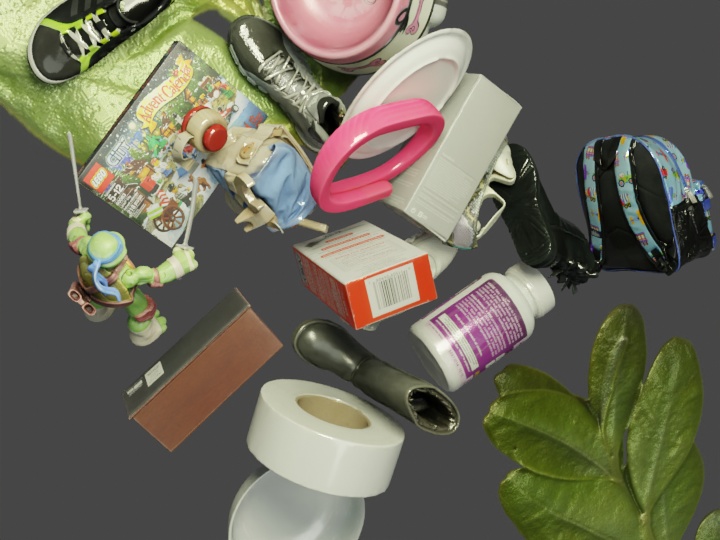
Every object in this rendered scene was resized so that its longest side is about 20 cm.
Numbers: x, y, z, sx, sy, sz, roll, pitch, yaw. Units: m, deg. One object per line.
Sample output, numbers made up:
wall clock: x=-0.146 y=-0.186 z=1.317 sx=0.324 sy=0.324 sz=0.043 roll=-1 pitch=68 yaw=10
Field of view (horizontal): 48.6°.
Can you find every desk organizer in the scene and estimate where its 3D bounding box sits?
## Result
desk organizer: x=-0.201 y=0.126 z=1.018 sx=0.200 sy=0.072 sz=0.077 roll=-43 pitch=118 yaw=-7

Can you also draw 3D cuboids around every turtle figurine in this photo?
turtle figurine: x=-0.257 y=-0.017 z=0.903 sx=0.142 sy=0.202 sz=0.195 roll=-1 pitch=147 yaw=-15

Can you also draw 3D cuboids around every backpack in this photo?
backpack: x=0.408 y=-0.106 z=1.159 sx=0.133 sy=0.182 sz=0.203 roll=-21 pitch=100 yaw=-25

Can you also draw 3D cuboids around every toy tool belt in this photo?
toy tool belt: x=-0.111 y=-0.108 z=0.922 sx=0.125 sy=0.122 sz=0.200 roll=-53 pitch=151 yaw=-2

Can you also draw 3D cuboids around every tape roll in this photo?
tape roll: x=-0.044 y=0.214 z=1.035 sx=0.200 sy=0.202 sz=0.072 roll=15 pitch=98 yaw=-25

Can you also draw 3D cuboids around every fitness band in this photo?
fitness band: x=0.019 y=-0.137 z=0.938 sx=0.199 sy=0.038 sz=0.144 roll=-24 pitch=155 yaw=-43

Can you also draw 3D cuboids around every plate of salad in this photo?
plate of salad: x=0.049 y=-0.211 z=0.943 sx=0.199 sy=0.200 sz=0.048 roll=-35 pitch=73 yaw=-11

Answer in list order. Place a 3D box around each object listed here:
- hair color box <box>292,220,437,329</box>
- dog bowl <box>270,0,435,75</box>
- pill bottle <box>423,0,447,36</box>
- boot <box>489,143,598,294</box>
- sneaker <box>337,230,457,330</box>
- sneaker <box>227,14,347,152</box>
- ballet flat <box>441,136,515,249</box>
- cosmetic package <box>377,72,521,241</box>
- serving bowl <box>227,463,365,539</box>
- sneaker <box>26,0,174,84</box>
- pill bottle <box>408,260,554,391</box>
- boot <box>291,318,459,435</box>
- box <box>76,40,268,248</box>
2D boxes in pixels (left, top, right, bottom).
hair color box: x=0.000 y=0.000 z=0.994 sx=0.110 sy=0.200 sz=0.065 roll=-20 pitch=112 yaw=-16
dog bowl: x=-0.017 y=-0.325 z=0.904 sx=0.197 sy=0.074 sz=0.203 roll=6 pitch=105 yaw=22
pill bottle: x=0.056 y=-0.360 z=0.969 sx=0.109 sy=0.111 sz=0.203 roll=2 pitch=103 yaw=-23
boot: x=0.267 y=-0.072 z=1.147 sx=0.073 sy=0.201 sz=0.161 roll=-29 pitch=153 yaw=31
sneaker: x=0.062 y=0.015 z=1.093 sx=0.199 sy=0.081 sz=0.076 roll=-38 pitch=113 yaw=-11
sneaker: x=-0.071 y=-0.222 z=0.950 sx=0.075 sy=0.115 sz=0.200 roll=-46 pitch=116 yaw=-5
ballet flat: x=0.174 y=-0.117 z=1.090 sx=0.072 sy=0.072 sz=0.202 roll=30 pitch=78 yaw=-27
cosmetic package: x=0.112 y=-0.155 z=1.053 sx=0.090 sy=0.107 sz=0.201 roll=32 pitch=93 yaw=-27
serving bowl: x=-0.095 y=0.341 z=1.124 sx=0.197 sy=0.066 sz=0.203 roll=-6 pitch=107 yaw=-21
sneaker: x=-0.278 y=-0.279 z=0.865 sx=0.200 sy=0.083 sz=0.072 roll=-41 pitch=115 yaw=-8
pill bottle: x=0.176 y=0.074 z=1.139 sx=0.199 sy=0.112 sz=0.113 roll=-33 pitch=114 yaw=-10
boot: x=0.015 y=0.139 z=1.039 sx=0.180 sy=0.200 sz=0.073 roll=27 pitch=93 yaw=-27
box: x=-0.223 y=-0.148 z=0.950 sx=0.136 sy=0.038 sz=0.201 roll=37 pitch=88 yaw=-27
